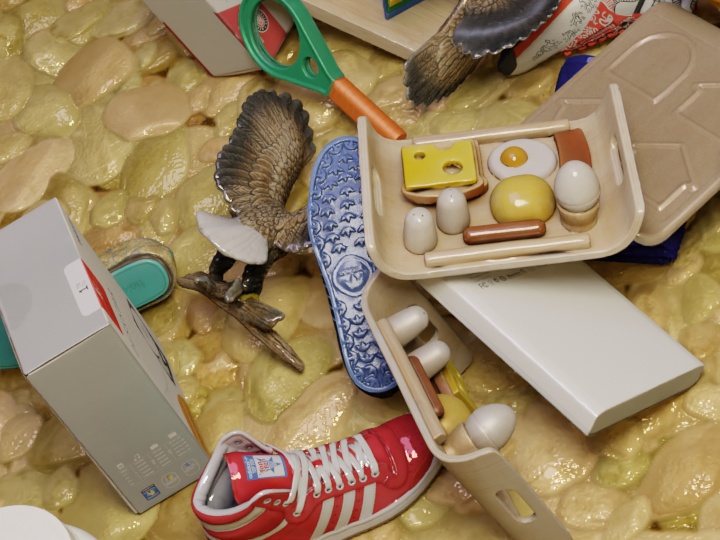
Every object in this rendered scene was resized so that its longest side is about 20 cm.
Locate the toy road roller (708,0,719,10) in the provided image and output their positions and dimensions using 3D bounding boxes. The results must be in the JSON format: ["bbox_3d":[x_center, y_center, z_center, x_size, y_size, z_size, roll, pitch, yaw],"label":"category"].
[{"bbox_3d":[0.314,-0.236,1.533,0.200,0.145,0.124,-114,42,-65],"label":"toy road roller"}]

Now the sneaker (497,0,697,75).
[{"bbox_3d":[0.210,-0.213,1.677,0.202,0.108,0.067,-48,14,31],"label":"sneaker"}]

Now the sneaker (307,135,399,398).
[{"bbox_3d":[0.000,0.000,1.547,0.069,0.078,0.202,-7,82,1],"label":"sneaker"}]

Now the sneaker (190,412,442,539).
[{"bbox_3d":[-0.032,0.147,1.475,0.199,0.113,0.071,-32,47,-2],"label":"sneaker"}]

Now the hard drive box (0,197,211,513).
[{"bbox_3d":[-0.207,0.069,1.563,0.076,0.201,0.156,-30,47,0],"label":"hard drive box"}]

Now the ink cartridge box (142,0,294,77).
[{"bbox_3d":[-0.112,-0.304,1.846,0.082,0.147,0.201,-4,49,45],"label":"ink cartridge box"}]

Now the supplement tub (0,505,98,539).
[{"bbox_3d":[-0.212,0.269,1.405,0.143,0.201,0.145,-13,49,16],"label":"supplement tub"}]

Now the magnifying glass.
[{"bbox_3d":[-0.034,-0.174,1.744,0.022,0.080,0.200,-26,63,-40],"label":"magnifying glass"}]

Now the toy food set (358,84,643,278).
[{"bbox_3d":[0.099,-0.073,1.454,0.198,0.061,0.144,-6,45,1],"label":"toy food set"}]

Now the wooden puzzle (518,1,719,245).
[{"bbox_3d":[0.232,-0.110,1.538,0.199,0.046,0.185,-38,45,-13],"label":"wooden puzzle"}]

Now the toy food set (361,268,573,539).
[{"bbox_3d":[0.081,0.097,1.436,0.060,0.144,0.201,-33,46,8],"label":"toy food set"}]

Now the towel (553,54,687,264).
[{"bbox_3d":[0.210,-0.089,1.596,0.146,0.050,0.201,0,52,30],"label":"towel"}]

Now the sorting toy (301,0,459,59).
[{"bbox_3d":[0.018,-0.312,1.788,0.199,0.070,0.200,25,63,4],"label":"sorting toy"}]

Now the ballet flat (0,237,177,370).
[{"bbox_3d":[-0.248,0.027,1.716,0.198,0.071,0.071,-24,47,7],"label":"ballet flat"}]

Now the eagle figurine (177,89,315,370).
[{"bbox_3d":[-0.059,-0.048,1.631,0.201,0.152,0.151,-53,29,-12],"label":"eagle figurine"}]

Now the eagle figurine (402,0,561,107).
[{"bbox_3d":[0.106,-0.243,1.680,0.149,0.152,0.202,-6,72,19],"label":"eagle figurine"}]

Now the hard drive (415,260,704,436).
[{"bbox_3d":[0.140,0.033,1.466,0.131,0.027,0.200,-19,50,-42],"label":"hard drive"}]
